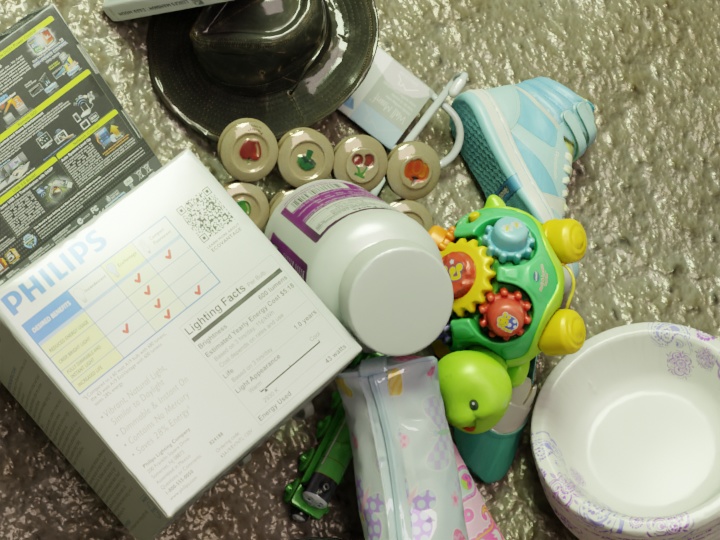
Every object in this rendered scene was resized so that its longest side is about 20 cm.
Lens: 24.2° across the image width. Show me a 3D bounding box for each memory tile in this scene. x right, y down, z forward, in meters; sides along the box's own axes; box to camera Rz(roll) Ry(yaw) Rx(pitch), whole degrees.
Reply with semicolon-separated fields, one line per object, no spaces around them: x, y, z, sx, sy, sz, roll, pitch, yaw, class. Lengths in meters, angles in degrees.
-0.030;-0.042;1.406;0.199;0.017;0.154;5;100;-21;memory tile

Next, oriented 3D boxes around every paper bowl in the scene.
0.249;0.153;1.427;0.199;0.105;0.202;-8;56;12;paper bowl

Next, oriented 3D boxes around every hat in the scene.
-0.088;-0.202;1.383;0.199;0.081;0.202;-1;82;8;hat

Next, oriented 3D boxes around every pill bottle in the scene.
0.000;0.000;1.308;0.112;0.200;0.113;-5;106;-17;pill bottle

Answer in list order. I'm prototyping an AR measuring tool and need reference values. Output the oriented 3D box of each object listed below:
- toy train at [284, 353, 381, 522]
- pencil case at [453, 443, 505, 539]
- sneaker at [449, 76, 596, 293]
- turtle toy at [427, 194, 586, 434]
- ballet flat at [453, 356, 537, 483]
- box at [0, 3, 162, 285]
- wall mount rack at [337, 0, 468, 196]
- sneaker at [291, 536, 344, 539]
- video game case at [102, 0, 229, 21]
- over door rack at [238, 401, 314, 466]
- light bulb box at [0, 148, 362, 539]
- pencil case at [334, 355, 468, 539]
-0.004;0.117;1.385;0.042;0.056;0.201;32;64;-11;toy train
0.075;0.224;1.374;0.087;0.087;0.201;-25;84;-27;pencil case
0.177;-0.087;1.511;0.130;0.079;0.201;-22;85;-26;sneaker
0.102;0.034;1.375;0.101;0.145;0.201;16;72;-49;turtle toy
0.124;0.080;1.443;0.067;0.070;0.201;16;69;-18;ballet flat
-0.265;-0.077;1.251;0.200;0.044;0.161;-42;110;-23;box
-0.007;-0.136;1.453;0.200;0.075;0.174;37;91;-8;wall mount rack
-0.082;0.244;1.299;0.199;0.083;0.071;-11;79;-25;sneaker
-0.108;-0.292;1.397;0.023;0.181;0.201;49;60;-31;video game case
-0.151;0.074;1.331;0.147;0.067;0.200;-34;84;-27;over door rack
-0.144;0.057;1.233;0.198;0.125;0.200;-39;86;-26;light bulb box
0.033;0.164;1.293;0.091;0.083;0.201;-5;86;-60;pencil case
